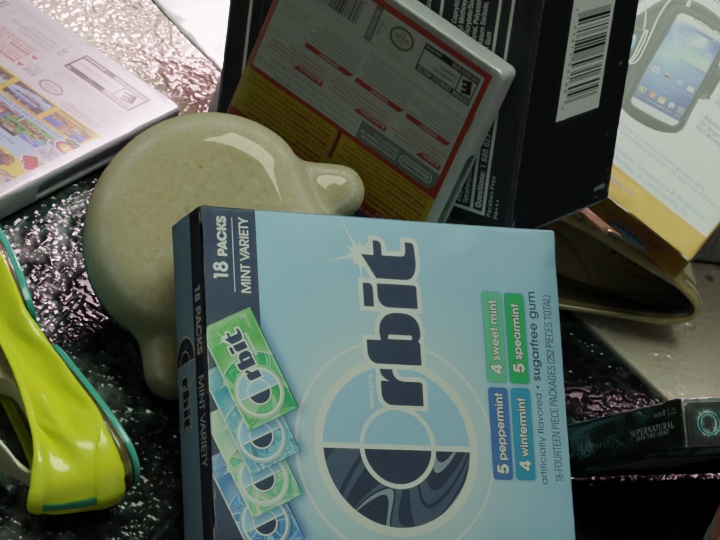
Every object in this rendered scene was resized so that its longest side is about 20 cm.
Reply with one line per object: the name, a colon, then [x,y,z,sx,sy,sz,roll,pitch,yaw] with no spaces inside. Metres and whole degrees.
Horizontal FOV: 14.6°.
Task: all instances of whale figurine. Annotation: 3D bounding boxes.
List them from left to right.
whale figurine: [-0.055,0.010,1.485,0.200,0.104,0.159,40,77,2]

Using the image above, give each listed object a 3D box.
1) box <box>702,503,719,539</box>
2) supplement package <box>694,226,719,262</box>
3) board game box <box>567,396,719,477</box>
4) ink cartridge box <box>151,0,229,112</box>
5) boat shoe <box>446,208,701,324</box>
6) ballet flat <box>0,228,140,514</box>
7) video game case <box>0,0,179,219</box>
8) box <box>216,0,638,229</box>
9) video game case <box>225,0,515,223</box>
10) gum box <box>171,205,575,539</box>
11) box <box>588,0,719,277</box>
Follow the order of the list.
box: [0.285,0.159,1.461,0.199,0.095,0.103,2,37,-27]
supplement package: [0.240,-0.082,1.754,0.199,0.117,0.117,6,36,-23]
board game box: [0.217,0.089,1.502,0.199,0.135,0.028,1,79,-29]
ink cartridge box: [-0.013,-0.115,1.726,0.200,0.044,0.174,-12,45,-39]
boat shoe: [0.107,-0.015,1.625,0.199,0.073,0.063,9,33,-19]
ballet flat: [-0.178,0.047,1.396,0.067,0.067,0.200,-21,51,-19]
video game case: [-0.233,-0.112,1.619,0.200,0.023,0.182,35,36,18]
box: [0.040,-0.148,1.535,0.198,0.201,0.123,19,22,28]
video game case: [-0.012,-0.061,1.507,0.143,0.200,0.017,37,29,21]
gum box: [0.007,0.060,1.413,0.199,0.045,0.171,3,74,-25]
box: [0.198,-0.108,1.631,0.119,0.041,0.200,39,70,5]
